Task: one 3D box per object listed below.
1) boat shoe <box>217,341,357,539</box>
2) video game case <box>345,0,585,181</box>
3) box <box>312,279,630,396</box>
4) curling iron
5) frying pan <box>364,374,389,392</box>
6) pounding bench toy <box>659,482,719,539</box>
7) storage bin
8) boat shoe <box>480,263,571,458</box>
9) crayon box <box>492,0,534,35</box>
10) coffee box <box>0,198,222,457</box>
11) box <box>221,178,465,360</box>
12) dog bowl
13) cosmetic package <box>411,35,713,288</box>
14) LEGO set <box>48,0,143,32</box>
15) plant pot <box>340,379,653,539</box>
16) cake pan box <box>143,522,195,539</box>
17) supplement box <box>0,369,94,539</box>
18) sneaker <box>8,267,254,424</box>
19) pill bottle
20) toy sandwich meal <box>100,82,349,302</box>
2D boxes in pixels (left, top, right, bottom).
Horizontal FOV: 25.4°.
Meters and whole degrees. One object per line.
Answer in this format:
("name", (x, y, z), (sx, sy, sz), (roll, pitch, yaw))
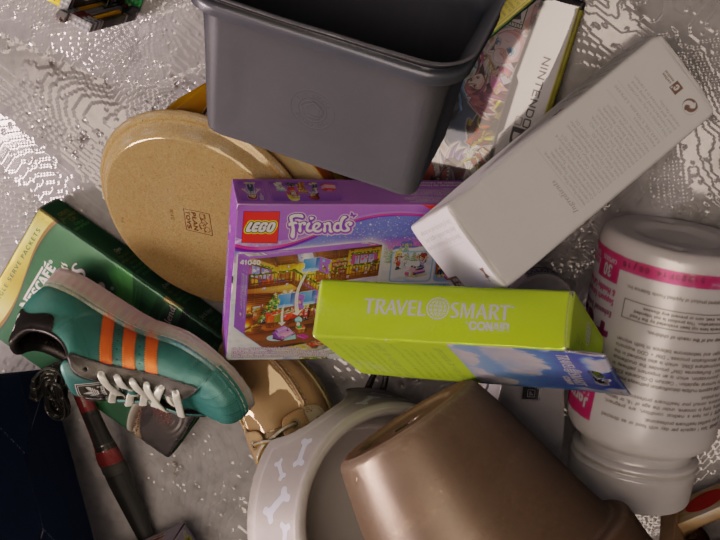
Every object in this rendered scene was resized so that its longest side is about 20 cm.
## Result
("boat shoe", (-0.049, 0.138, 1.245), (0.071, 0.065, 0.200), (-29, 99, 16))
("video game case", (0.047, -0.144, 1.203), (0.200, 0.026, 0.181), (19, 108, 8))
("box", (0.081, 0.046, 1.099), (0.199, 0.122, 0.048), (3, 75, 19))
("curling iron", (-0.214, 0.154, 1.319), (0.049, 0.026, 0.200), (-6, 124, 34))
("frying pan", (-0.027, 0.164, 1.297), (0.115, 0.031, 0.191), (0, 101, 12))
("pounding bench toy", (0.296, 0.228, 1.149), (0.156, 0.200, 0.124), (-26, 97, 17))
("storage bin", (-0.013, -0.150, 1.090), (0.200, 0.146, 0.135), (19, 135, 9))
("boat shoe", (0.114, 0.091, 1.208), (0.072, 0.066, 0.201), (3, 103, -10))
("crayon box", (0.022, -0.190, 1.157), (0.200, 0.051, 0.127), (-38, 93, 19))
("coffee box", (-0.203, 0.047, 1.301), (0.200, 0.044, 0.123), (36, 109, 2))
("box", (0.000, 0.000, 1.188), (0.199, 0.039, 0.137), (0, 123, -11))
("dog bowl", (0.015, 0.188, 1.213), (0.059, 0.200, 0.200), (-10, 106, 59))
("cosmetic package", (0.139, -0.071, 1.116), (0.200, 0.102, 0.074), (-38, 93, -14))
("LEGO set", (-0.212, -0.270, 1.182), (0.154, 0.116, 0.200), (35, 109, 2))
("plant pot", (0.079, 0.176, 1.112), (0.200, 0.200, 0.175), (-33, 90, 19))
("cake pan box", (-0.188, 0.331, 1.362), (0.200, 0.052, 0.184), (-25, 100, 20))
("supplement box", (-0.345, 0.204, 1.297), (0.199, 0.134, 0.200), (-19, 83, 21))
("sneaker", (-0.177, 0.076, 1.217), (0.200, 0.080, 0.071), (26, 151, 19))
("pill bottle", (0.214, 0.069, 1.172), (0.113, 0.113, 0.201), (11, 106, 10))
("toy sandwich meal", (-0.107, -0.061, 1.235), (0.205, 0.070, 0.205), (16, 135, 16))
